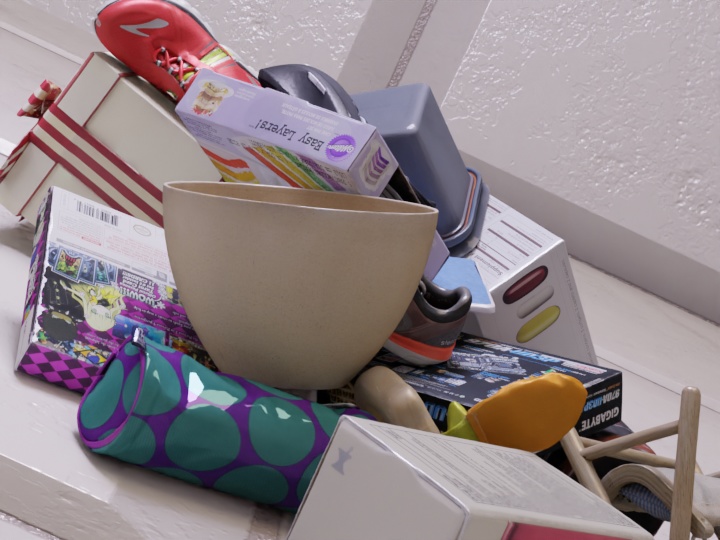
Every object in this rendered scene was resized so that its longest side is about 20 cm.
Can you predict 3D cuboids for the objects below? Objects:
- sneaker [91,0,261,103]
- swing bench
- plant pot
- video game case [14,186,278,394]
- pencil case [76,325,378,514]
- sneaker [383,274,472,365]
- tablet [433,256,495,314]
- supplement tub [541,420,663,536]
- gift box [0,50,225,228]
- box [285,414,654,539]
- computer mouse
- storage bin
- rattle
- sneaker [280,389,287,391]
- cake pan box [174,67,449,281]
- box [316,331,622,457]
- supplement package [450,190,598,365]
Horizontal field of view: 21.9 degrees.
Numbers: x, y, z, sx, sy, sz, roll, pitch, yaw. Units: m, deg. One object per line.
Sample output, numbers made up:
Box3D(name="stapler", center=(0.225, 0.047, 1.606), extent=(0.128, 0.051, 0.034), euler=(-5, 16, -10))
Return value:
Box3D(name="sneaker", center=(-0.143, -0.172, 1.622), extent=(0.200, 0.077, 0.085), euler=(32, 19, -24))
Box3D(name="swing bench", center=(0.266, 0.210, 1.397), extent=(0.129, 0.201, 0.199), euler=(-23, -25, 35))
Box3D(name="plant pot", center=(-0.050, 0.012, 1.347), extent=(0.199, 0.135, 0.200), euler=(6, 6, -1))
Box3D(name="video game case", center=(-0.155, 0.036, 1.401), extent=(0.199, 0.036, 0.182), euler=(22, 36, -21))
Box3D(name="pencil case", center=(-0.085, 0.106, 1.260), extent=(0.199, 0.085, 0.093), euler=(22, 36, -25))
Box3D(name="sneaker", center=(0.000, 0.000, 1.482), extent=(0.199, 0.082, 0.077), euler=(23, 32, -15))
Box3D(name="tablet", center=(0.011, 0.004, 1.597), extent=(0.199, 0.014, 0.130), euler=(6, 18, -6))
Box3D(name="supplement tub", center=(0.184, 0.161, 1.598), extent=(0.107, 0.107, 0.200), euler=(22, 11, -19))
Box3D(name="gift box", center=(-0.224, -0.085, 1.688), extent=(0.187, 0.200, 0.185), euler=(41, 8, 4))
Box3D(name="box", center=(0.069, 0.179, 1.188), extent=(0.200, 0.109, 0.128), euler=(15, 13, -45))
Box3D(name="computer mouse", center=(-0.002, -0.110, 1.599), extent=(0.200, 0.046, 0.141), euler=(38, -12, 46))
Box3D(name="storage bin", center=(0.000, -0.082, 1.707), extent=(0.199, 0.135, 0.146), euler=(-8, 37, 20))
Box3D(name="rattle", center=(0.059, 0.104, 1.375), extent=(0.130, 0.143, 0.200), euler=(45, -9, -3))
Box3D(name="sneaker", center=(-0.088, 0.074, 1.513), extent=(0.200, 0.079, 0.074), euler=(-8, 53, -46))
Box3D(name="cake pan box", center=(-0.035, -0.072, 1.534), extent=(0.199, 0.052, 0.184), euler=(22, -20, 33))
Box3D(name="box", center=(0.088, 0.098, 1.510), extent=(0.199, 0.046, 0.159), euler=(13, 18, 38))
Box3D(name="supplement package", center=(0.128, 0.047, 1.761), extent=(0.156, 0.111, 0.201), euler=(36, -26, 49))
